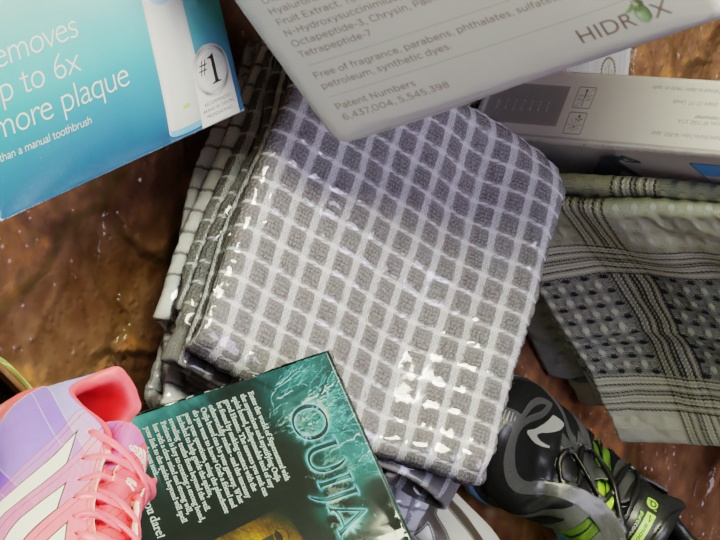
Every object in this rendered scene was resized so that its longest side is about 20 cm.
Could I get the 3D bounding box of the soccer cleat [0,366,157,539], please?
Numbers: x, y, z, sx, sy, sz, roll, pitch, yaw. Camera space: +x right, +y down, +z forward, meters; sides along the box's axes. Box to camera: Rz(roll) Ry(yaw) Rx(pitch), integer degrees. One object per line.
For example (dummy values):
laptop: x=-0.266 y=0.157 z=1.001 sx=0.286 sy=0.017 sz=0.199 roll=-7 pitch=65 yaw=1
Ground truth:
soccer cleat: x=-0.109 y=0.095 z=1.152 sx=0.076 sy=0.200 sz=0.067 roll=-33 pitch=114 yaw=0

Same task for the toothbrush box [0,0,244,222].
toothbrush box: x=-0.146 y=-0.139 z=1.254 sx=0.146 sy=0.085 sz=0.200 roll=-27 pitch=112 yaw=-40

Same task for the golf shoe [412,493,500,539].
golf shoe: x=0.015 y=0.094 z=1.449 sx=0.200 sy=0.078 sz=0.095 roll=32 pitch=72 yaw=-43

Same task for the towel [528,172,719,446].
towel: x=0.158 y=0.025 z=1.490 sx=0.035 sy=0.200 sz=0.193 roll=-61 pitch=137 yaw=-28

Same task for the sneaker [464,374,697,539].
sneaker: x=0.123 y=0.116 z=1.553 sx=0.200 sy=0.083 sz=0.071 roll=42 pitch=66 yaw=-39

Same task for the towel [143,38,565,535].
towel: x=0.000 y=0.000 z=1.367 sx=0.166 sy=0.086 sz=0.200 roll=30 pitch=59 yaw=-25

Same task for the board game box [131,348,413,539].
board game box: x=-0.038 y=0.139 z=1.226 sx=0.135 sy=0.200 sz=0.028 roll=-18 pitch=151 yaw=-11

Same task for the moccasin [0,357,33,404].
moccasin: x=-0.205 y=0.031 z=1.220 sx=0.201 sy=0.078 sz=0.074 roll=45 pitch=64 yaw=-38

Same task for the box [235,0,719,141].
box: x=0.045 y=-0.199 z=1.268 sx=0.171 sy=0.200 sz=0.199 roll=55 pitch=31 yaw=-33

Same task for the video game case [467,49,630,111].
video game case: x=0.068 y=-0.118 z=1.515 sx=0.200 sy=0.018 sz=0.143 roll=2 pitch=94 yaw=-45

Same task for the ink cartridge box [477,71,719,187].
ink cartridge box: x=0.182 y=-0.041 z=1.484 sx=0.176 sy=0.200 sz=0.045 roll=34 pitch=72 yaw=-42
